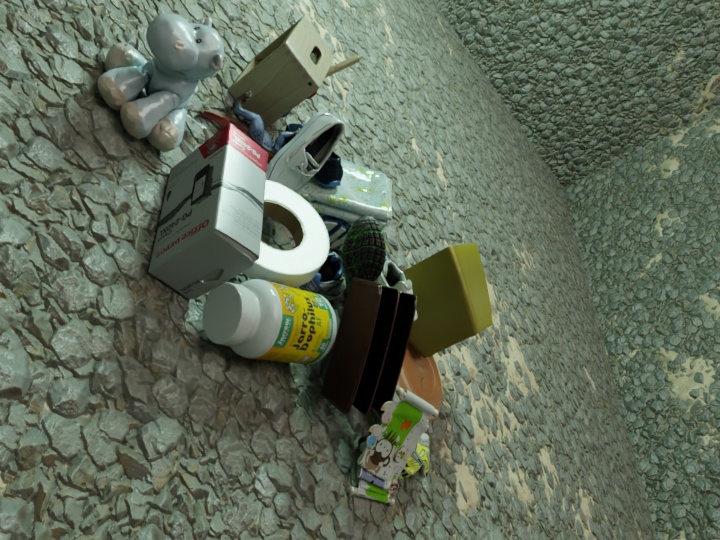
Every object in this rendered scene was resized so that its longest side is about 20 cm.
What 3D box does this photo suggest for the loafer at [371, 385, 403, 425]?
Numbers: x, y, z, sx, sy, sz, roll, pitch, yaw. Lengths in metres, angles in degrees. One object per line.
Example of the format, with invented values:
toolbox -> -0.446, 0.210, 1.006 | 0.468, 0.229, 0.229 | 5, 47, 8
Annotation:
loafer -> 0.016, 0.196, 1.144 | 0.069, 0.070, 0.202 | -37, 97, -25

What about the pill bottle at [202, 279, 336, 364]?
pill bottle -> -0.133, 0.076, 0.951 | 0.198, 0.111, 0.115 | 19, 51, -53

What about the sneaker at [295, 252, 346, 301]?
sneaker -> -0.055, 0.009, 1.162 | 0.199, 0.084, 0.079 | -13, 77, -61

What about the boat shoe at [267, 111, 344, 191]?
boat shoe -> -0.103, -0.198, 1.148 | 0.065, 0.202, 0.073 | 30, -4, 46

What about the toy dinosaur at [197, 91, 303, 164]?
toy dinosaur -> -0.188, -0.227, 1.180 | 0.197, 0.104, 0.185 | -27, 101, -28

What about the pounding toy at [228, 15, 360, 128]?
pounding toy -> -0.124, -0.389, 1.263 | 0.143, 0.182, 0.202 | 48, 32, -24

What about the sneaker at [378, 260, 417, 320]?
sneaker -> 0.043, 0.025, 1.213 | 0.076, 0.198, 0.102 | -8, 110, -35

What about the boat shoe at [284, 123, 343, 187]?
boat shoe -> -0.083, -0.243, 1.254 | 0.083, 0.070, 0.200 | -17, 48, -35

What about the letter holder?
letter holder -> 0.025, 0.126, 1.027 | 0.098, 0.142, 0.205 | 16, 88, -19

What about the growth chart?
growth chart -> 0.053, 0.293, 1.056 | 0.143, 0.203, 0.018 | 24, 4, -44

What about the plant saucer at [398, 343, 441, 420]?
plant saucer -> 0.116, 0.214, 1.339 | 0.199, 0.032, 0.204 | 38, 38, -38

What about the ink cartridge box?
ink cartridge box -> -0.212, -0.084, 0.911 | 0.083, 0.143, 0.204 | 36, 39, -39

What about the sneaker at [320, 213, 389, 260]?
sneaker -> -0.014, -0.085, 1.310 | 0.198, 0.080, 0.117 | 36, 41, -38

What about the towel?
towel -> -0.030, -0.163, 1.272 | 0.195, 0.049, 0.173 | 14, 34, -8

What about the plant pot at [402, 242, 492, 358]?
plant pot -> 0.173, 0.069, 1.355 | 0.199, 0.197, 0.180 | -7, 70, -64

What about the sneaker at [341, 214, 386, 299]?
sneaker -> 0.000, 0.000, 1.131 | 0.086, 0.076, 0.205 | -102, -164, -69

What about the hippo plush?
hippo plush -> -0.268, -0.282, 0.948 | 0.198, 0.159, 0.163 | 10, 58, -50

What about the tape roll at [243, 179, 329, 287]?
tape roll -> -0.145, -0.064, 1.047 | 0.199, 0.037, 0.206 | 20, 44, -20

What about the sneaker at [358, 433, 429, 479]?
sneaker -> 0.070, 0.323, 1.132 | 0.198, 0.074, 0.078 | 24, 47, -48
